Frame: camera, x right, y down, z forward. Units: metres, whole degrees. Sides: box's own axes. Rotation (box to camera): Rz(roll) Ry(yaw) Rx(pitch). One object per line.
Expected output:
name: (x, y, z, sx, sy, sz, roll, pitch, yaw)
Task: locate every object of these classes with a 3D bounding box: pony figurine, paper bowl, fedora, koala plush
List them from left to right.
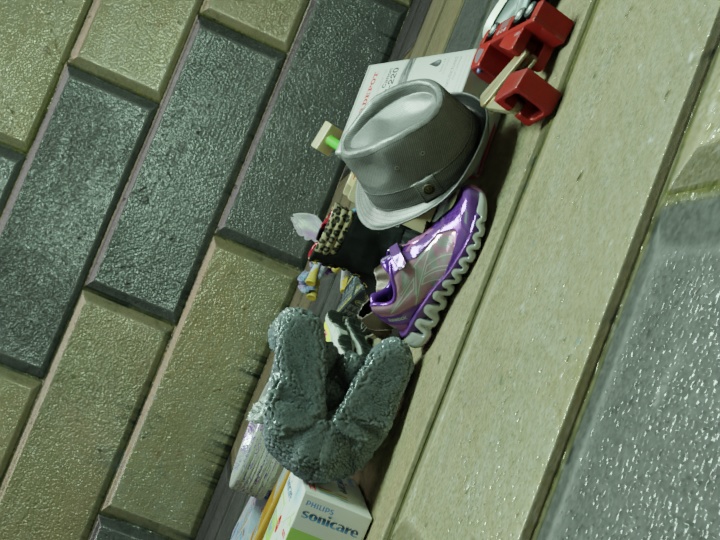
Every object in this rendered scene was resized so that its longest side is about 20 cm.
paper bowl: (-0.149, 0.303, 1.659, 0.201, 0.104, 0.202, -158, 90, -82)
koala plush: (-0.054, 0.168, 1.127, 0.200, 0.176, 0.185, 132, 155, -68)
pony figurine: (-0.059, -0.037, 1.949, 0.192, 0.167, 0.201, -11, 46, 42)
fedora: (0.047, -0.148, 1.088, 0.199, 0.090, 0.178, -23, 45, 29)

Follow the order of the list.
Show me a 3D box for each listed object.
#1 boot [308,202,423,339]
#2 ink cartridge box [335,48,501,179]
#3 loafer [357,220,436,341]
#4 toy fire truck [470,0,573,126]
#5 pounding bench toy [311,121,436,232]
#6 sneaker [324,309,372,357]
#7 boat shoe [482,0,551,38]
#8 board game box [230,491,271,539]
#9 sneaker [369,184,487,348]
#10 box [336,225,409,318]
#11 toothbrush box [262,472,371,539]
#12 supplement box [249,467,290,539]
boot: (0.000, 0.000, 1.303, 0.200, 0.150, 0.073, 120, 169, -45)
ink cartridge box: (0.079, -0.199, 1.234, 0.199, 0.085, 0.146, 3, 67, 48)
loafer: (0.051, 0.015, 1.205, 0.073, 0.071, 0.201, -79, 14, -56)
toy fire truck: (0.171, -0.223, 1.050, 0.142, 0.049, 0.200, -62, 16, -10)
pounding bench toy: (0.023, -0.156, 1.406, 0.156, 0.199, 0.125, -113, 46, -80)
sneaker: (-0.030, 0.126, 1.436, 0.200, 0.078, 0.091, -93, 24, -72)
boat shoe: (0.226, -0.349, 1.147, 0.062, 0.073, 0.201, 48, 116, 33)
board game box: (-0.211, 0.509, 1.734, 0.200, 0.041, 0.201, -78, 13, -53)
sneaker: (0.073, -0.012, 1.070, 0.201, 0.088, 0.081, -63, 7, 18)
box: (0.021, -0.007, 1.573, 0.200, 0.049, 0.162, 131, 162, -67)
toothbrush box: (-0.070, 0.337, 1.079, 0.146, 0.086, 0.201, -149, 82, -82)
supplement box: (-0.098, 0.337, 1.348, 0.069, 0.066, 0.201, -76, 12, -65)
